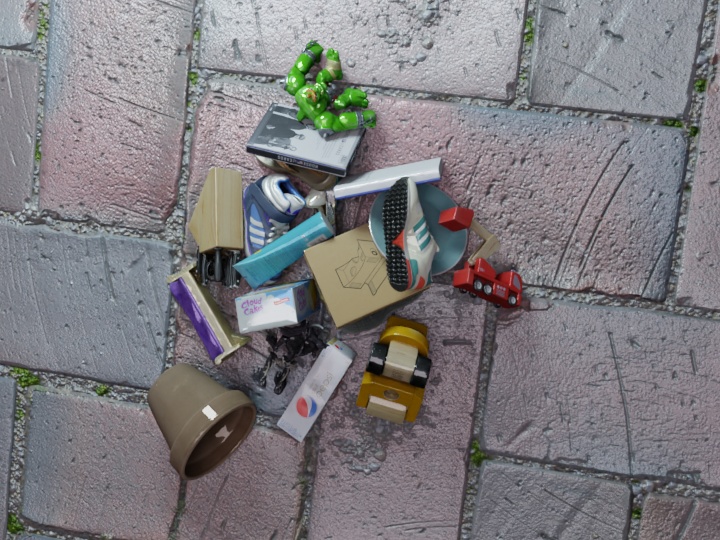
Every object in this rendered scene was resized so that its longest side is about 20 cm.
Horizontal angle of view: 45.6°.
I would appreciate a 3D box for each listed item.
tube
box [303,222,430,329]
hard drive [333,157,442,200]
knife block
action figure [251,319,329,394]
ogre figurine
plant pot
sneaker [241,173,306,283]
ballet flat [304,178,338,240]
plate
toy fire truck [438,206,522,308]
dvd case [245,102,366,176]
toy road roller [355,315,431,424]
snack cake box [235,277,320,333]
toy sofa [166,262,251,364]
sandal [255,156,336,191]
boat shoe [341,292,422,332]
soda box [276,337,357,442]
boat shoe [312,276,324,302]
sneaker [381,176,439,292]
[{"bbox_3d":[-0.143,-0.037,1.630,0.198,0.051,0.078,-33,127,8],"label":"tube"},{"bbox_3d":[0.011,-0.003,1.606,0.196,0.021,0.166,-23,73,-12],"label":"box"},{"bbox_3d":[0.056,-0.173,1.611,0.195,0.132,0.026,-10,104,11],"label":"hard drive"},{"bbox_3d":[-0.263,-0.071,1.655,0.176,0.063,0.203,50,123,40],"label":"knife block"},{"bbox_3d":[-0.139,0.146,1.668,0.117,0.103,0.201,18,126,-28],"label":"action figure"},{"bbox_3d":[-0.066,-0.333,1.630,0.119,0.098,0.202,-37,104,-22],"label":"ogre figurine"},{"bbox_3d":[-0.332,0.285,1.713,0.174,0.199,0.202,40,101,22],"label":"plant pot"},{"bbox_3d":[-0.159,-0.085,1.657,0.145,0.080,0.205,-15,88,44],"label":"sneaker"},{"bbox_3d":[-0.079,-0.110,1.666,0.070,0.072,0.206,1,97,9],"label":"ballet flat"},{"bbox_3d":[0.108,-0.078,1.621,0.195,0.026,0.205,7,64,-14],"label":"plate"},{"bbox_3d":[0.228,-0.022,1.602,0.197,0.048,0.144,21,71,-31],"label":"toy fire truck"},{"bbox_3d":[-0.101,-0.252,1.631,0.196,0.152,0.025,15,135,7],"label":"dvd case"},{"bbox_3d":[0.073,0.185,1.664,0.120,0.148,0.202,16,135,2],"label":"toy road roller"},{"bbox_3d":[-0.154,0.064,1.636,0.112,0.200,0.069,-9,94,10],"label":"snack cake box"},{"bbox_3d":[-0.315,0.090,1.726,0.096,0.083,0.203,-31,90,10],"label":"toy sofa"},{"bbox_3d":[-0.130,-0.219,1.656,0.198,0.054,0.081,31,87,28],"label":"sandal"},{"bbox_3d":[0.037,0.056,1.679,0.200,0.065,0.075,-32,102,16],"label":"boat shoe"},{"bbox_3d":[-0.086,0.237,1.709,0.063,0.068,0.202,33,100,5],"label":"soda box"},{"bbox_3d":[0.000,0.000,1.668,0.196,0.073,0.064,-23,94,11],"label":"boat shoe"},{"bbox_3d":[0.096,-0.064,1.542,0.070,0.092,0.205,-4,87,50],"label":"sneaker"}]
